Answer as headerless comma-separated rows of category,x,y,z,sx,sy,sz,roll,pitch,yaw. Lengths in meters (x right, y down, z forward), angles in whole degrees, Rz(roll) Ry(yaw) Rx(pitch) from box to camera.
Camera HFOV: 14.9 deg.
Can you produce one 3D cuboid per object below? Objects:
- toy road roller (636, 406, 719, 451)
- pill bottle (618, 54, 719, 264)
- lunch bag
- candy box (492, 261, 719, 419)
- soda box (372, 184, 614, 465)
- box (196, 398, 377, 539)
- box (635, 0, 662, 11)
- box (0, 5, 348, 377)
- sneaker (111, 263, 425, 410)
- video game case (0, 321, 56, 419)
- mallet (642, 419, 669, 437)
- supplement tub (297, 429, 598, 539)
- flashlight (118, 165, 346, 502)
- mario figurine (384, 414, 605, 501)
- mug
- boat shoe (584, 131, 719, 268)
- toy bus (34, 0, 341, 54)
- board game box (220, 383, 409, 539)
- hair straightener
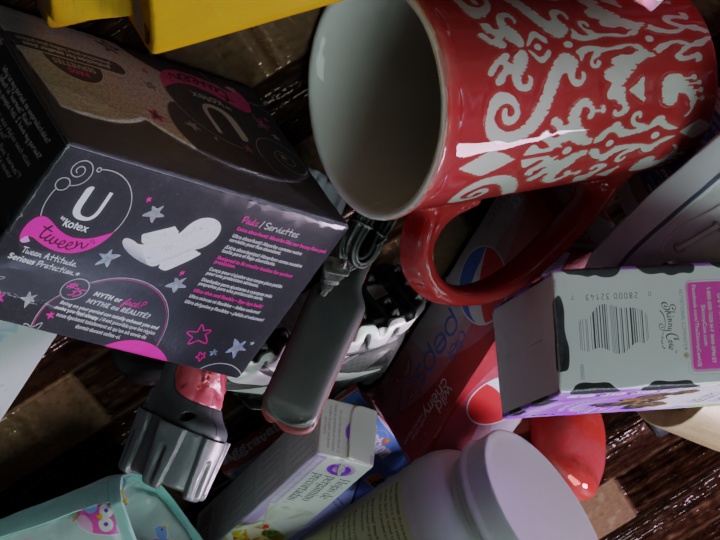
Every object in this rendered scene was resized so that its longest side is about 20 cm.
toy road roller,0.280,0.039,1.771,0.123,0.146,0.200,22,102,-45
pill bottle,0.255,-0.090,1.663,0.111,0.111,0.200,12,126,-41
lunch bag,-0.177,0.213,1.701,0.170,0.122,0.200,-19,139,13
candy box,0.191,0.039,1.579,0.200,0.072,0.168,-3,173,-8
soda box,0.086,0.035,1.725,0.063,0.070,0.200,4,131,-36
box,-0.049,0.138,1.716,0.039,0.042,0.200,15,148,-20
box,0.178,-0.249,1.442,0.200,0.103,0.095,-44,140,16
box,-0.129,-0.043,1.447,0.200,0.132,0.115,17,119,-44
sneaker,-0.057,0.055,1.657,0.200,0.067,0.091,-10,136,-27
video game case,-0.287,0.078,1.567,0.182,0.024,0.200,9,127,-40
mallet,0.198,0.036,1.833,0.066,0.041,0.200,-29,138,-3
supplement tub,0.039,0.202,1.718,0.200,0.145,0.145,-35,143,22
flashlight,-0.071,0.031,1.555,0.068,0.068,0.200,27,84,-87
mario figurine,0.079,0.149,1.846,0.200,0.106,0.123,-45,180,6
mug,0.083,-0.086,1.544,0.200,0.133,0.178,-8,131,-33
boat shoe,0.200,-0.031,1.572,0.074,0.065,0.200,-39,176,-37
toy bus,-0.065,-0.166,1.394,0.200,0.078,0.065,-18,141,-16
board game box,-0.010,0.145,1.828,0.103,0.019,0.200,-32,142,4
hair straightener,0.000,0.000,1.582,0.200,0.041,0.077,-61,178,-7
